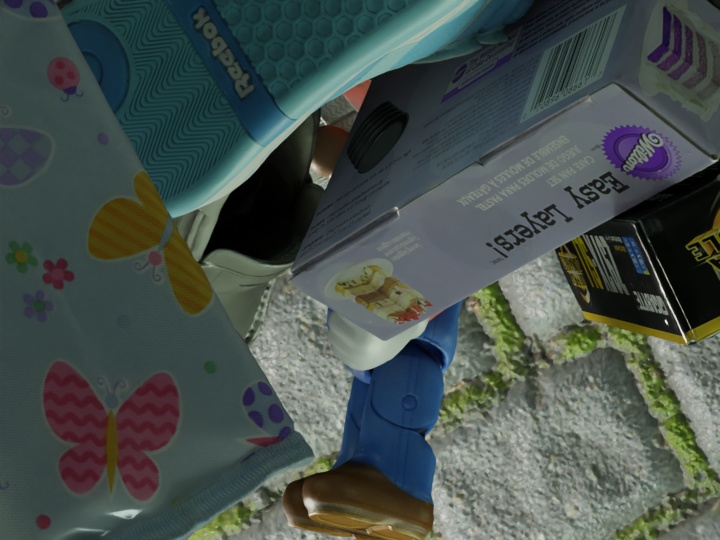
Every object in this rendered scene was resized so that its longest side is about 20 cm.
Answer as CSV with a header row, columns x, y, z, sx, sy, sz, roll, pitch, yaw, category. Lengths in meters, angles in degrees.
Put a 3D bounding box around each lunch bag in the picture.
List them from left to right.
x,y,z,sx,sy,sz,roll,pitch,yaw,category
-0.124,0.024,0.851,0.127,0.170,0.200,-29,177,-32,lunch bag

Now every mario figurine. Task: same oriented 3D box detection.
x,y,z,sx,sy,sz,roll,pitch,yaw,category
0.000,0.000,1.127,0.123,0.201,0.106,-1,162,45,mario figurine

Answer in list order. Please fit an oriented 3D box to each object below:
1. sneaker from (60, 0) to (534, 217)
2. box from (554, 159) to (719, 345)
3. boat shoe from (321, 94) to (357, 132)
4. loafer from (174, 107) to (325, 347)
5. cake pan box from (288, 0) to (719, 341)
x,y,z,sx,sy,sz,roll,pitch,yaw,category
-0.018,-0.078,0.953,0.199,0.080,0.130,-27,177,25,sneaker
0.154,-0.033,1.012,0.159,0.050,0.200,-25,-176,-5,box
0.070,-0.118,1.191,0.199,0.074,0.067,-25,-143,9,boat shoe
-0.048,-0.020,1.079,0.070,0.070,0.200,-40,156,-25,loafer
0.072,-0.087,1.006,0.200,0.052,0.185,-32,-149,50,cake pan box
